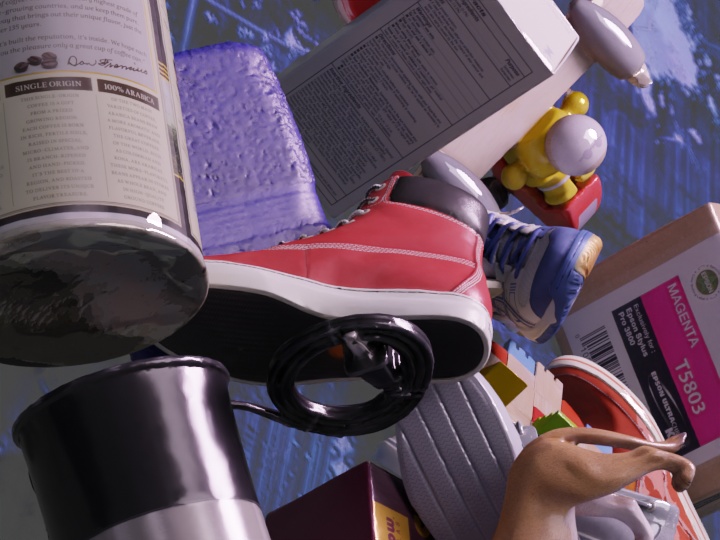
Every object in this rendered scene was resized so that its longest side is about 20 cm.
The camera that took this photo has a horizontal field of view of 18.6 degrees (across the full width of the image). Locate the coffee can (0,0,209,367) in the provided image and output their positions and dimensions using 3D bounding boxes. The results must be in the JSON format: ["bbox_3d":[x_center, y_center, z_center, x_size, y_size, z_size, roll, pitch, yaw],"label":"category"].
[{"bbox_3d":[-0.165,-0.070,1.172,0.146,0.146,0.201,23,46,-45],"label":"coffee can"}]

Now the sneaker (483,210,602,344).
[{"bbox_3d":[0.098,-0.002,1.470,0.088,0.200,0.075,33,79,-5],"label":"sneaker"}]

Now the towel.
[{"bbox_3d":[-0.093,-0.032,1.300,0.147,0.050,0.201,-13,74,-26],"label":"towel"}]

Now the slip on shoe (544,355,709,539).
[{"bbox_3d":[0.185,0.151,1.575,0.061,0.074,0.200,-19,77,-40],"label":"slip on shoe"}]

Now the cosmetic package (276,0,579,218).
[{"bbox_3d":[0.034,-0.133,1.472,0.104,0.200,0.073,53,31,-9],"label":"cosmetic package"}]

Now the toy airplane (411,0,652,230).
[{"bbox_3d":[0.121,-0.115,1.595,0.199,0.201,0.141,0,18,-40],"label":"toy airplane"}]

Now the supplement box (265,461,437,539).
[{"bbox_3d":[0.043,0.208,1.291,0.200,0.086,0.111,32,39,-37],"label":"supplement box"}]

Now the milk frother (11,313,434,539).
[{"bbox_3d":[-0.048,0.135,1.113,0.180,0.200,0.189,13,53,-56],"label":"milk frother"}]

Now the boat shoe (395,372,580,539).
[{"bbox_3d":[0.079,0.141,1.267,0.201,0.072,0.071,67,20,0],"label":"boat shoe"}]

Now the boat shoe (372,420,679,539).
[{"bbox_3d":[0.105,0.135,1.366,0.072,0.200,0.070,-64,156,-10],"label":"boat shoe"}]

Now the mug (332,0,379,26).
[{"bbox_3d":[0.069,-0.246,1.702,0.178,0.133,0.200,46,35,-17],"label":"mug"}]

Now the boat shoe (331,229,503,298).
[{"bbox_3d":[0.001,-0.001,1.385,0.201,0.074,0.063,0,69,-30],"label":"boat shoe"}]

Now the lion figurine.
[{"bbox_3d":[0.096,0.154,1.195,0.122,0.072,0.200,25,67,-1],"label":"lion figurine"}]

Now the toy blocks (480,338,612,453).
[{"bbox_3d":[0.100,0.100,1.483,0.200,0.100,0.137,42,20,-9],"label":"toy blocks"}]

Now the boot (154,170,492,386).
[{"bbox_3d":[-0.025,-0.006,1.259,0.199,0.073,0.145,4,41,-2],"label":"boot"}]

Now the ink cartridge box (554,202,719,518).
[{"bbox_3d":[0.246,0.074,1.636,0.075,0.165,0.201,9,55,-53],"label":"ink cartridge box"}]
